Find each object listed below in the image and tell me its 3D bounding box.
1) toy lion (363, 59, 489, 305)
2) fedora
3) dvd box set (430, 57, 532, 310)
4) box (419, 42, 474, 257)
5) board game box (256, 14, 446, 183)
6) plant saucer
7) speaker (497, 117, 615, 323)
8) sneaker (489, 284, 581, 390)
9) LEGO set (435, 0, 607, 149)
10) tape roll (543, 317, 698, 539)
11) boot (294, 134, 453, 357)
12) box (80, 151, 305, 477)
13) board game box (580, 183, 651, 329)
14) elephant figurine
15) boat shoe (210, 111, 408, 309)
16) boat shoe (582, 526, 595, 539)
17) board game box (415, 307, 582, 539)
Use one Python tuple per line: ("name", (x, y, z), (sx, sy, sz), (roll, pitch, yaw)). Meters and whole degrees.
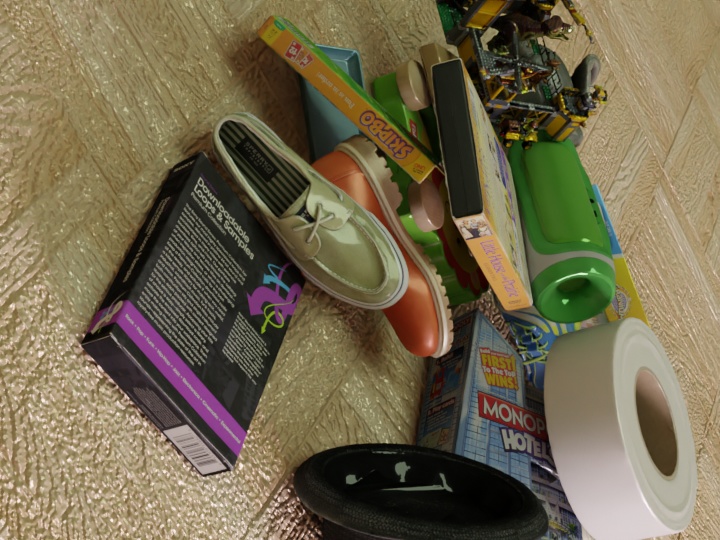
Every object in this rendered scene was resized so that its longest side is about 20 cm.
("toy lion", (0.071, -0.074, 1.381), (0.192, 0.068, 0.201), (32, 48, -54))
("fedora", (0.041, 0.204, 1.116), (0.200, 0.200, 0.092), (-10, 116, -58))
("dvd box set", (0.105, -0.068, 1.236), (0.200, 0.029, 0.147), (52, 28, -62))
("box", (0.107, -0.109, 1.399), (0.163, 0.021, 0.201), (4, 71, -73))
("board game box", (-0.001, -0.140, 1.228), (0.200, 0.030, 0.096), (40, 9, -2))
("plant saucer", (-0.017, -0.104, 1.281), (0.070, 0.019, 0.201), (2, 70, -37))
("speaker", (0.180, -0.050, 1.367), (0.088, 0.088, 0.201), (37, 31, -41))
("sneaker", (0.186, 0.062, 1.445), (0.200, 0.075, 0.106), (22, 60, -62))
("LEGO set", (0.161, -0.225, 1.347), (0.153, 0.116, 0.201), (12, 56, -25))
("tape roll", (0.242, 0.148, 1.338), (0.202, 0.071, 0.203), (38, 43, -48))
("boot", (0.000, 0.000, 1.208), (0.107, 0.075, 0.201), (-33, 102, -21))
("box", (-0.115, 0.028, 1.060), (0.143, 0.036, 0.200), (53, 37, -28))
("board game box", (0.244, 0.012, 1.529), (0.153, 0.040, 0.201), (-176, -115, -82))
("elephant figurine", (0.191, -0.186, 1.561), (0.142, 0.155, 0.200), (50, 30, 3))
("boat shoe", (-0.045, -0.044, 1.124), (0.200, 0.072, 0.062), (43, 6, 3))
("boat shoe", (0.214, 0.175, 1.432), (0.074, 0.062, 0.201), (16, 72, -45))
("board game box", (0.128, 0.146, 1.305), (0.200, 0.062, 0.201), (22, 54, -34))
